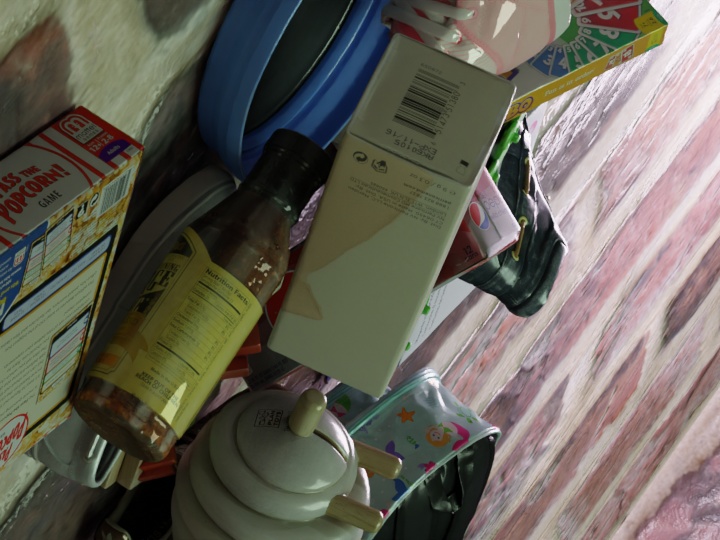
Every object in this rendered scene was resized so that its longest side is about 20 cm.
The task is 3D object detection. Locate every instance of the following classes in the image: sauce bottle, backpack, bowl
[{"bbox_3d":[-0.083,0.011,1.575,0.200,0.066,0.066,-57,165,-20],"label":"sauce bottle"},{"bbox_3d":[0.011,0.164,2.115,0.177,0.151,0.200,-34,163,-33],"label":"backpack"},{"bbox_3d":[-0.025,-0.142,1.637,0.201,0.039,0.201,-51,163,-22],"label":"bowl"}]

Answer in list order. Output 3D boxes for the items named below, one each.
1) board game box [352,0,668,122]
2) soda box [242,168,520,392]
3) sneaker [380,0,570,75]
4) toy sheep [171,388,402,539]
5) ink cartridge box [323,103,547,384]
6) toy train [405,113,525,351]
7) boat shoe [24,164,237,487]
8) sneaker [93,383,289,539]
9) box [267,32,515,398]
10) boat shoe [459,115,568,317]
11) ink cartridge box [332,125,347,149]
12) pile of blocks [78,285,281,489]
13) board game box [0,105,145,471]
[{"bbox_3d":[0.087,-0.142,1.769,0.200,0.096,0.030,-28,153,-22],"label":"board game box"},{"bbox_3d":[0.000,0.000,1.774,0.200,0.070,0.063,-31,179,29],"label":"soda box"},{"bbox_3d":[0.061,-0.174,1.623,0.105,0.075,0.200,-36,149,-13],"label":"sneaker"},{"bbox_3d":[-0.053,0.142,1.790,0.138,0.138,0.200,-40,160,-48],"label":"toy sheep"},{"bbox_3d":[0.058,-0.022,2.122,0.200,0.043,0.197,-47,162,-39],"label":"ink cartridge box"},{"bbox_3d":[0.053,-0.030,1.845,0.200,0.042,0.056,-63,174,20],"label":"toy train"},{"bbox_3d":[-0.120,0.034,1.631,0.200,0.068,0.072,-54,164,-12],"label":"boat shoe"},{"bbox_3d":[-0.104,0.137,1.884,0.200,0.070,0.076,-50,158,-31],"label":"sneaker"},{"bbox_3d":[0.016,-0.028,1.621,0.200,0.078,0.095,112,2,-48],"label":"box"},{"bbox_3d":[0.099,-0.057,1.969,0.071,0.091,0.201,-32,-148,38],"label":"boat shoe"},{"bbox_3d":[0.045,-0.106,1.870,0.200,0.067,0.116,-56,165,-6],"label":"ink cartridge box"},{"bbox_3d":[-0.105,0.057,1.738,0.200,0.062,0.082,-61,164,10],"label":"pile of blocks"},{"bbox_3d":[-0.190,0.032,1.456,0.151,0.046,0.200,-41,157,-47],"label":"board game box"}]
